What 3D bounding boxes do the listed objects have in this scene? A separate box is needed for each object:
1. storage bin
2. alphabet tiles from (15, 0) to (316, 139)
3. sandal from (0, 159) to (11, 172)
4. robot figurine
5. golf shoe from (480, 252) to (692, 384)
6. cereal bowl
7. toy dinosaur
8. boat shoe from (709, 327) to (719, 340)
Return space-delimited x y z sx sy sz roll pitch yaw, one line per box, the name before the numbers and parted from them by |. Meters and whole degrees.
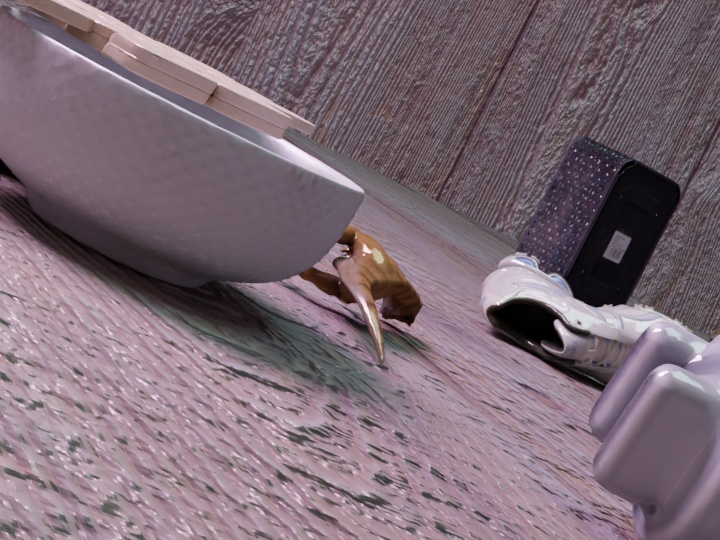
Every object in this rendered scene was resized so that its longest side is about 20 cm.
storage bin | 0.295 -0.049 2.128 0.135 0.201 0.094 22 6 -44
alphabet tiles | -0.121 -0.115 0.853 0.195 0.015 0.200 22 8 -43
sandal | -0.175 -0.077 0.925 0.200 0.048 0.075 22 8 -41
robot figurine | 0.202 0.099 0.760 0.199 0.113 0.170 27 29 -6
golf shoe | 0.184 0.061 1.363 0.199 0.079 0.097 22 22 8
cereal bowl | -0.102 -0.049 0.834 0.199 0.084 0.200 26 5 -3
toy dinosaur | 0.000 0.000 1.000 0.106 0.061 0.200 30 6 11
boat shoe | 0.742 0.125 3.375 0.074 0.067 0.200 28 5 12
